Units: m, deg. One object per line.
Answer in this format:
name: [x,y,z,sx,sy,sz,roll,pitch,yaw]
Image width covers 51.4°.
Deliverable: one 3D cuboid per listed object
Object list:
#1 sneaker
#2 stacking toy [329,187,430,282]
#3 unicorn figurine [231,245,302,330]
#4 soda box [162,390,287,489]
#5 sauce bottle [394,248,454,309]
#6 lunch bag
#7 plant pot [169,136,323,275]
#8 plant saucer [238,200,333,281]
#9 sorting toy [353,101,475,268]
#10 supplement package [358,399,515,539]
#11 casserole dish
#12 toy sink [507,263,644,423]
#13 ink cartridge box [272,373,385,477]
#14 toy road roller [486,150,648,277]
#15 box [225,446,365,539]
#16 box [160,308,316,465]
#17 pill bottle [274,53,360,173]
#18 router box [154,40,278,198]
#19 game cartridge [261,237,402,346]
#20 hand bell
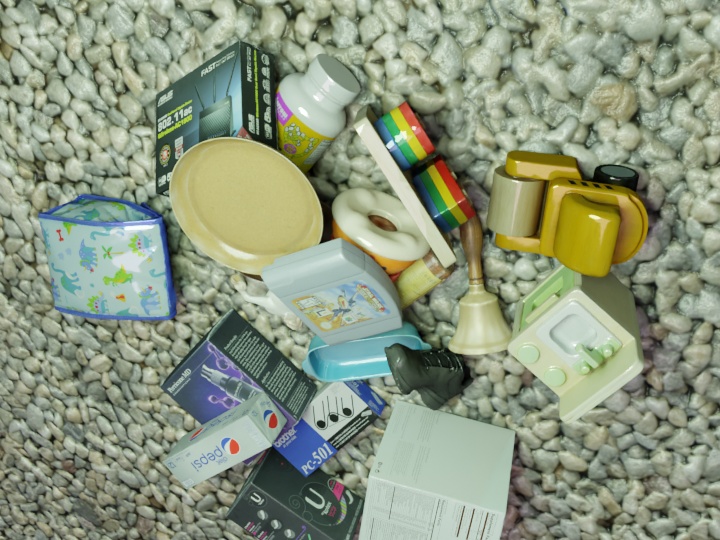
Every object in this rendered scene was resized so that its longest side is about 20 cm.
sneaker: [0.102,0.140,1.092,0.090,0.200,0.076,-30,60,16]
stacking toy: [0.000,0.000,1.050,0.145,0.146,0.201,27,122,2]
unicorn figurine: [-0.108,0.026,1.063,0.137,0.074,0.200,41,151,-16]
soda box: [-0.212,0.266,1.167,0.199,0.068,0.064,-32,102,27]
sauce bottle: [0.045,0.030,1.102,0.199,0.066,0.066,-36,101,25]
lunch bag: [-0.379,-0.017,1.168,0.198,0.127,0.172,9,117,23]
plant pot: [-0.139,-0.081,0.931,0.198,0.028,0.201,8,129,10]
plant saucer: [-0.119,-0.036,1.079,0.198,0.037,0.201,-1,145,-1]
sorting toy: [0.076,-0.128,0.951,0.069,0.199,0.201,-32,103,10]
supplement package: [0.120,0.334,1.152,0.198,0.191,0.148,13,118,10]
casserole dish: [0.009,0.120,1.135,0.198,0.039,0.122,-8,145,6]
toy sink: [0.277,0.078,0.981,0.112,0.200,0.130,40,120,-6]
ink cartridge box: [-0.057,0.254,1.249,0.094,0.044,0.200,43,119,-5]
toy road roller: [0.259,-0.067,0.948,0.198,0.146,0.124,9,117,12]
box: [-0.109,0.412,1.294,0.199,0.122,0.106,35,120,-2]
box: [-0.198,0.191,1.226,0.200,0.104,0.148,42,119,-6]
pill bottle: [-0.090,-0.193,1.013,0.104,0.104,0.200,42,118,-6]
router box: [-0.196,-0.192,0.998,0.199,0.062,0.151,-16,71,40]
game cartridge: [-0.024,0.034,0.987,0.132,0.042,0.200,-13,144,22]
hand bell: [0.162,0.007,1.058,0.103,0.104,0.202,-5,102,18]
